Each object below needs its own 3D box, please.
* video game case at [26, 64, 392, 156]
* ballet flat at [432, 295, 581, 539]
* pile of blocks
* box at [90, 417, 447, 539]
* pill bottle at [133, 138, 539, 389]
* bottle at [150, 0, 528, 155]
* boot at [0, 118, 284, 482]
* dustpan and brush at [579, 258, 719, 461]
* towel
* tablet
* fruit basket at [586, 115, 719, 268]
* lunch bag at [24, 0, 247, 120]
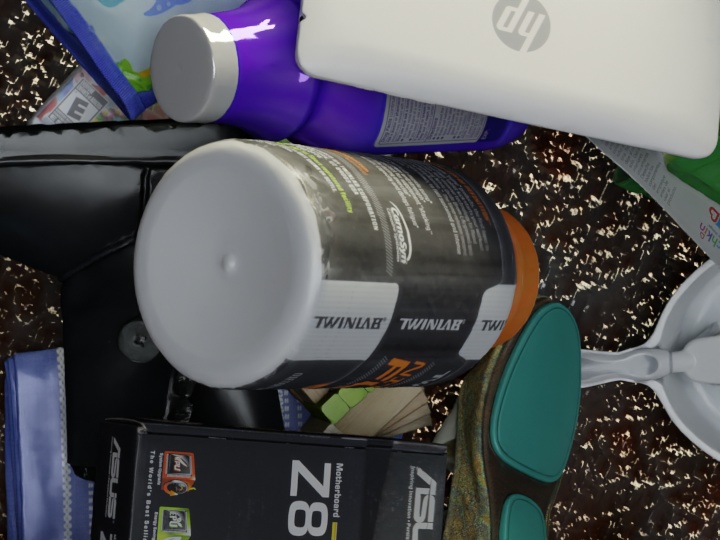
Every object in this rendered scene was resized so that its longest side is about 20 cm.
[{"bbox_3d":[-0.045,-0.095,1.173,0.143,0.018,0.200,44,85,-10],"label":"video game case"},{"bbox_3d":[0.062,0.106,1.148,0.070,0.071,0.201,13,63,-12],"label":"ballet flat"},{"bbox_3d":[0.006,0.095,1.158,0.082,0.062,0.201,-18,96,-12],"label":"pile of blocks"},{"bbox_3d":[-0.046,0.171,1.071,0.160,0.049,0.201,7,86,-31],"label":"box"},{"bbox_3d":[0.000,0.000,1.071,0.199,0.106,0.107,3,94,-53],"label":"pill bottle"},{"bbox_3d":[-0.004,-0.093,1.097,0.199,0.065,0.084,-6,101,-41],"label":"bottle"},{"bbox_3d":[-0.137,0.016,1.116,0.199,0.076,0.169,-2,96,2],"label":"boot"},{"bbox_3d":[0.174,0.045,1.203,0.199,0.057,0.141,-3,93,14],"label":"dustpan and brush"},{"bbox_3d":[-0.076,0.106,1.182,0.199,0.024,0.146,-3,93,-13],"label":"towel"},{"bbox_3d":[0.072,-0.128,1.070,0.199,0.014,0.131,11,71,-14],"label":"tablet"},{"bbox_3d":[0.141,-0.122,1.151,0.200,0.094,0.186,37,56,-14],"label":"fruit basket"},{"bbox_3d":[-0.104,-0.196,1.095,0.170,0.127,0.200,-39,97,-7],"label":"lunch bag"}]
